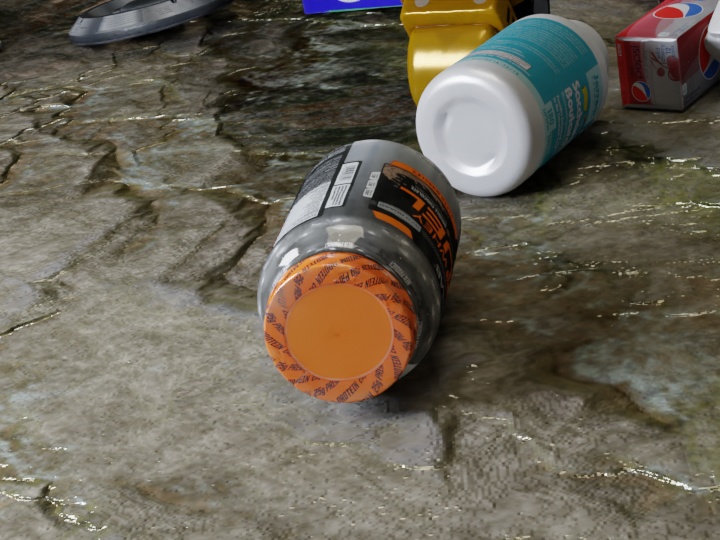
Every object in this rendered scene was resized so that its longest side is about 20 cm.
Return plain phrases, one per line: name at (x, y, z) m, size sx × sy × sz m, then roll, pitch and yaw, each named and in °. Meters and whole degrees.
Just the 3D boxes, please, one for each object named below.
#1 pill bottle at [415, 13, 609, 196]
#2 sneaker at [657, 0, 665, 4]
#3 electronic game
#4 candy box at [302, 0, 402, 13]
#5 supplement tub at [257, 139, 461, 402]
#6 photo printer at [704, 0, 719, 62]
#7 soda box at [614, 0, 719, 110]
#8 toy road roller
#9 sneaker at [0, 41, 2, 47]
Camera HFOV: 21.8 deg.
pill bottle at (0.137, -0.146, 1.560) m, size 0.110 × 0.112 × 0.200 m, roll 6°, pitch 27°, yaw 31°
sneaker at (0.306, -0.302, 1.917) m, size 0.112 × 0.072 × 0.199 m, roll -23°, pitch 29°, yaw -39°
electronic game at (-0.237, -0.294, 2.142) m, size 0.198 × 0.042 × 0.200 m, roll -13°, pitch 16°, yaw 4°
candy box at (0.037, -0.363, 2.157) m, size 0.167 × 0.078 × 0.200 m, roll -1°, pitch 25°, yaw 22°
supplement tub at (0.000, 0.000, 1.250) m, size 0.121 × 0.124 × 0.200 m, roll -4°, pitch 24°, yaw 11°
photo printer at (0.409, -0.262, 1.630) m, size 0.165 × 0.069 × 0.201 m, roll 16°, pitch 75°, yaw 31°
soda box at (0.304, -0.212, 1.706) m, size 0.063 × 0.071 × 0.200 m, roll 6°, pitch 27°, yaw 34°
toy road roller at (0.089, -0.230, 1.694) m, size 0.122 × 0.200 × 0.147 m, roll 0°, pitch 60°, yaw 24°
sneaker at (-0.508, -0.295, 2.196) m, size 0.198 × 0.083 × 0.070 m, roll 2°, pitch 25°, yaw 26°
